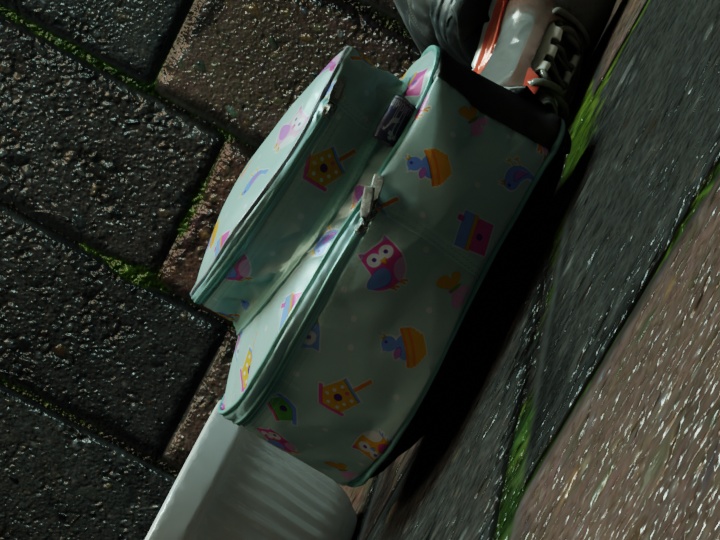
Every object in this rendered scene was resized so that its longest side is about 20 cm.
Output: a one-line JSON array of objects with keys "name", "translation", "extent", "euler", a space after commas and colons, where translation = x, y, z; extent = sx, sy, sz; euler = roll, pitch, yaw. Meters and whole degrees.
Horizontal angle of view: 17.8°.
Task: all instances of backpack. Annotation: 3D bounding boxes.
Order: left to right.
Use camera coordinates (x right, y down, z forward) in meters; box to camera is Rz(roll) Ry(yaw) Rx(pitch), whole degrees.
[{"name": "backpack", "translation": [0.000, 0.000, 1.152], "extent": [0.176, 0.152, 0.201], "euler": [136, 156, -67]}]

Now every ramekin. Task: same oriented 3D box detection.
[{"name": "ramekin", "translation": [-0.083, 0.188, 1.325], "extent": [0.201, 0.104, 0.200], "euler": [-61, 2, 3]}]

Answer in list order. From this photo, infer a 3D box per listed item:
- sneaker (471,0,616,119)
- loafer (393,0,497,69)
[{"name": "sneaker", "translation": [0.105, -0.109, 1.342], "extent": [0.201, 0.077, 0.082], "euler": [-56, 33, -8]}, {"name": "loafer", "translation": [0.072, -0.145, 1.447], "extent": [0.073, 0.072, 0.200], "euler": [-53, -27, -13]}]
